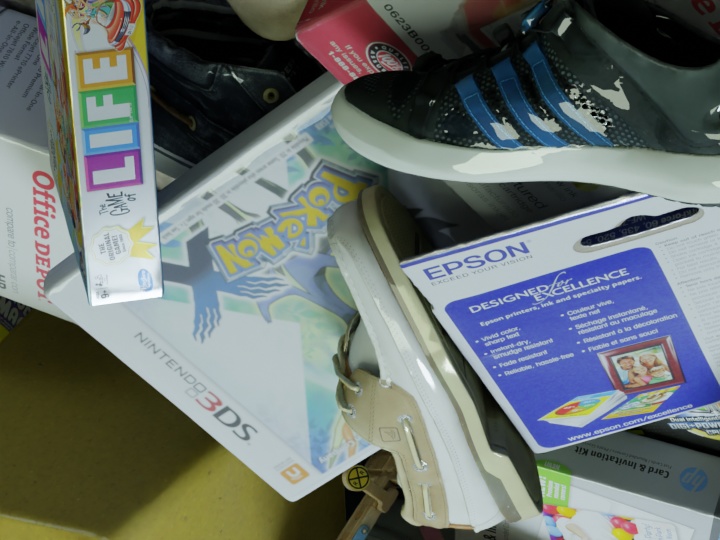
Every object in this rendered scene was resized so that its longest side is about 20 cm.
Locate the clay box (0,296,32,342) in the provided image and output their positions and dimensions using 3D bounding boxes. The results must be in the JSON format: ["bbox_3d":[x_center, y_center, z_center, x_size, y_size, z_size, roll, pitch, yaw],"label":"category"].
[{"bbox_3d":[-0.265,0.007,1.287,0.115,0.048,0.200,4,140,29],"label":"clay box"}]

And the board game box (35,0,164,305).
[{"bbox_3d":[-0.118,-0.105,0.925,0.034,0.135,0.200,-8,121,-12],"label":"board game box"}]

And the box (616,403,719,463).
[{"bbox_3d":[0.155,0.083,1.138,0.200,0.044,0.160,-5,138,35],"label":"box"}]

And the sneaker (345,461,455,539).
[{"bbox_3d":[0.064,0.172,1.278,0.200,0.082,0.070,4,141,26],"label":"sneaker"}]

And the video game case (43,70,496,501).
[{"bbox_3d":[-0.018,0.011,1.017,0.200,0.022,0.182,-34,121,23],"label":"video game case"}]

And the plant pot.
[{"bbox_3d":[-0.136,0.145,1.198,0.194,0.200,0.196,9,116,23],"label":"plant pot"}]

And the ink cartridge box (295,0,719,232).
[{"bbox_3d":[0.095,-0.110,0.883,0.145,0.084,0.200,43,141,-25],"label":"ink cartridge box"}]

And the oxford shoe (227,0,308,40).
[{"bbox_3d":[-0.067,-0.164,0.915,0.070,0.075,0.200,4,141,26],"label":"oxford shoe"}]

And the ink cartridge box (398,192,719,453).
[{"bbox_3d":[0.138,0.001,0.944,0.197,0.047,0.200,-16,145,14],"label":"ink cartridge box"}]

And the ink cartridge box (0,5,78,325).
[{"bbox_3d":[-0.219,-0.071,1.122,0.200,0.084,0.145,19,144,7],"label":"ink cartridge box"}]

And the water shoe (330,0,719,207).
[{"bbox_3d":[0.081,-0.077,0.821,0.200,0.071,0.079,7,114,26],"label":"water shoe"}]

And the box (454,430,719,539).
[{"bbox_3d":[0.150,0.146,1.152,0.200,0.041,0.156,16,146,13],"label":"box"}]

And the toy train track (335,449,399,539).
[{"bbox_3d":[-0.012,0.137,1.178,0.033,0.200,0.115,36,165,-13],"label":"toy train track"}]

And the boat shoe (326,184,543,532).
[{"bbox_3d":[0.021,0.051,0.988,0.068,0.075,0.200,-18,124,14],"label":"boat shoe"}]

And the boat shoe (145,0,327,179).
[{"bbox_3d":[-0.020,-0.067,1.021,0.200,0.071,0.091,18,143,8],"label":"boat shoe"}]
